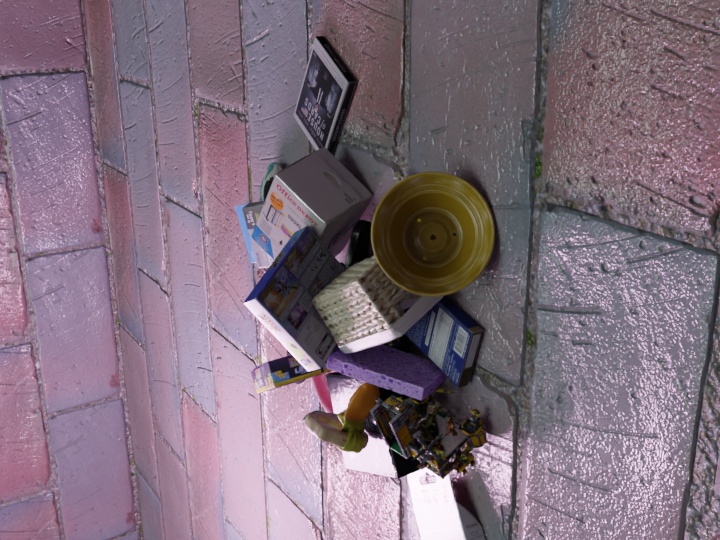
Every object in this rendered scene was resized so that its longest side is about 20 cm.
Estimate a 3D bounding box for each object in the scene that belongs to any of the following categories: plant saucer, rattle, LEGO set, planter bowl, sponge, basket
[{"bbox_3d":[-0.046,0.225,1.840,0.200,0.051,0.202,30,126,51],"label":"plant saucer"},{"bbox_3d":[-0.041,0.255,1.603,0.200,0.129,0.144,-131,45,-81],"label":"rattle"},{"bbox_3d":[0.115,0.259,1.466,0.200,0.153,0.116,36,155,49],"label":"LEGO set"},{"bbox_3d":[0.120,-0.058,1.391,0.083,0.199,0.202,18,-123,-84],"label":"planter bowl"},{"bbox_3d":[0.049,0.176,1.532,0.199,0.111,0.030,16,113,27],"label":"sponge"},{"bbox_3d":[0.024,0.050,1.484,0.124,0.135,0.200,55,148,-8],"label":"basket"}]

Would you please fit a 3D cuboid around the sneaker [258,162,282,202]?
[{"bbox_3d":[-0.207,-0.159,1.967,0.080,0.077,0.201,-108,30,-49],"label":"sneaker"}]

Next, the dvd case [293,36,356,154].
[{"bbox_3d":[-0.075,-0.346,1.708,0.151,0.025,0.201,58,143,31],"label":"dvd case"}]

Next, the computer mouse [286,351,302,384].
[{"bbox_3d":[-0.131,0.162,1.964,0.138,0.052,0.202,-1,89,58],"label":"computer mouse"}]

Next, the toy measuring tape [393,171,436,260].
[{"bbox_3d":[0.088,-0.075,1.481,0.201,0.073,0.074,62,146,16],"label":"toy measuring tape"}]

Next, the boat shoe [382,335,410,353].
[{"bbox_3d":[0.024,0.139,1.673,0.201,0.073,0.064,-2,100,53],"label":"boat shoe"}]

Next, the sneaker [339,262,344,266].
[{"bbox_3d":[-0.055,0.035,1.724,0.200,0.071,0.073,87,162,-74],"label":"sneaker"}]

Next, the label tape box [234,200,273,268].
[{"bbox_3d":[-0.205,-0.082,1.890,0.199,0.066,0.144,-5,106,33],"label":"label tape box"}]

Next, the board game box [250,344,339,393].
[{"bbox_3d":[-0.124,0.197,1.715,0.200,0.164,0.057,146,109,-69],"label":"board game box"}]

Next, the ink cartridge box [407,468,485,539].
[{"bbox_3d":[0.164,0.468,1.596,0.160,0.047,0.201,-33,67,58],"label":"ink cartridge box"}]

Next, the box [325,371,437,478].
[{"bbox_3d":[0.043,0.286,1.649,0.200,0.117,0.198,-11,91,58],"label":"box"}]

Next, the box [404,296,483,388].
[{"bbox_3d":[0.137,0.102,1.510,0.200,0.032,0.122,44,134,42],"label":"box"}]

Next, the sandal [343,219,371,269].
[{"bbox_3d":[0.000,0.000,1.670,0.048,0.075,0.202,21,121,23],"label":"sandal"}]

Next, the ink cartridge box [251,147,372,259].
[{"bbox_3d":[-0.100,-0.110,1.678,0.147,0.144,0.200,44,140,12],"label":"ink cartridge box"}]

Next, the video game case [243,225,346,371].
[{"bbox_3d":[-0.097,0.050,1.549,0.045,0.200,0.181,-20,119,45],"label":"video game case"}]
